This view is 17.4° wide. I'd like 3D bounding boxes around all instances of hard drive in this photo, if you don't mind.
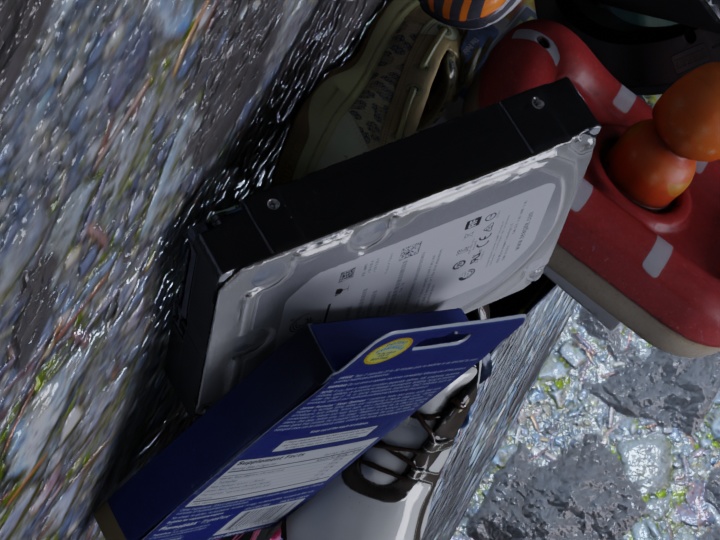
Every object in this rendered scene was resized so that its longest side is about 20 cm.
[{"bbox_3d":[0.009,-0.007,1.093,0.199,0.038,0.140,-21,154,-22],"label":"hard drive"}]

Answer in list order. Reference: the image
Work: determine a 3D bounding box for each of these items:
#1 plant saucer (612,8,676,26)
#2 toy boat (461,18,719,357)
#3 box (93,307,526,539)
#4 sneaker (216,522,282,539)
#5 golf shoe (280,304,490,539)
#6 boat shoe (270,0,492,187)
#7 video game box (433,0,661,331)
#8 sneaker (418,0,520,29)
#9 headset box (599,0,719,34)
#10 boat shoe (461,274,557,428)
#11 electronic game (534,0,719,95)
[{"bbox_3d":[0.156,-0.169,1.484,0.036,0.201,0.200,-12,146,-21],"label":"plant saucer"},{"bbox_3d":[0.152,-0.060,1.219,0.131,0.200,0.131,-49,-172,38],"label":"toy boat"},{"bbox_3d":[-0.023,0.068,1.115,0.200,0.033,0.121,-40,159,32],"label":"box"},{"bbox_3d":[-0.066,0.105,1.253,0.096,0.079,0.200,87,25,-43],"label":"sneaker"},{"bbox_3d":[0.014,0.081,1.208,0.095,0.077,0.201,112,-3,-67],"label":"golf shoe"},{"bbox_3d":[0.019,-0.082,1.188,0.200,0.062,0.074,-53,166,-50],"label":"boat shoe"},{"bbox_3d":[0.116,-0.081,1.352,0.047,0.182,0.200,-47,-177,38],"label":"video game box"},{"bbox_3d":[0.061,-0.214,1.065,0.112,0.077,0.201,21,85,-77],"label":"sneaker"},{"bbox_3d":[0.161,-0.245,1.220,0.174,0.092,0.201,42,73,-49],"label":"headset box"},{"bbox_3d":[0.050,0.038,1.400,0.200,0.068,0.084,-51,145,-24],"label":"boat shoe"},{"bbox_3d":[0.186,-0.187,1.321,0.042,0.199,0.201,40,73,-43],"label":"electronic game"}]
